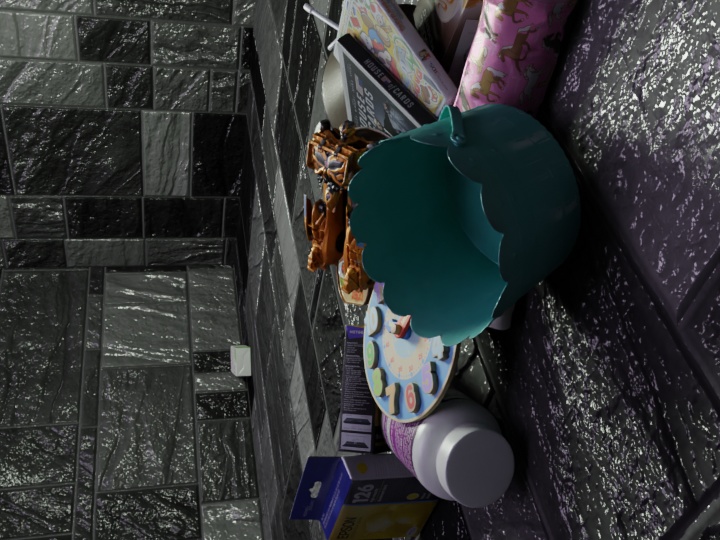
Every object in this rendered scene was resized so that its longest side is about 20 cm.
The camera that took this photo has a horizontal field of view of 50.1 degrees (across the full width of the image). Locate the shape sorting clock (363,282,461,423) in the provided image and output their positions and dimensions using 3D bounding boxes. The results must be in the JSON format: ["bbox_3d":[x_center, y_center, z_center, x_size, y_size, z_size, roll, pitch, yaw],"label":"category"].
[{"bbox_3d":[0.053,0.071,0.889,0.199,0.038,0.206,-36,48,53],"label":"shape sorting clock"}]

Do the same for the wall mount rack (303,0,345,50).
[{"bbox_3d":[0.002,-0.398,1.083,0.075,0.200,0.173,48,173,-16],"label":"wall mount rack"}]

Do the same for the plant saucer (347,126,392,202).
[{"bbox_3d":[0.030,-0.079,0.953,0.198,0.032,0.205,31,133,40],"label":"plant saucer"}]

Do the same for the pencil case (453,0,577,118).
[{"bbox_3d":[0.142,-0.199,0.758,0.084,0.085,0.203,57,148,35],"label":"pencil case"}]

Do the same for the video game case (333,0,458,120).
[{"bbox_3d":[0.034,-0.237,0.913,0.184,0.023,0.200,56,166,6],"label":"video game case"}]

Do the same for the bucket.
[{"bbox_3d":[0.097,-0.050,0.725,0.206,0.133,0.212,33,137,37],"label":"bucket"}]

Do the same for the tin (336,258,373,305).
[{"bbox_3d":[0.000,0.000,1.288,0.199,0.041,0.116,-177,88,-73],"label":"tin"}]

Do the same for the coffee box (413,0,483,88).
[{"bbox_3d":[0.128,-0.303,0.822,0.201,0.077,0.117,115,150,-58],"label":"coffee box"}]

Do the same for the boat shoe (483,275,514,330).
[{"bbox_3d":[0.120,0.041,0.903,0.199,0.069,0.072,178,93,-68],"label":"boat shoe"}]

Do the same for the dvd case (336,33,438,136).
[{"bbox_3d":[0.041,-0.173,0.938,0.201,0.024,0.151,50,165,27],"label":"dvd case"}]

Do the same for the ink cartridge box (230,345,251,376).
[{"bbox_3d":[-0.505,0.377,3.244,0.200,0.065,0.121,175,94,-74],"label":"ink cartridge box"}]

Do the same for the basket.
[{"bbox_3d":[0.035,-0.282,1.090,0.199,0.132,0.186,162,107,-70],"label":"basket"}]

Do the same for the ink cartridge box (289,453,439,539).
[{"bbox_3d":[0.010,0.319,1.073,0.200,0.194,0.048,106,157,-48],"label":"ink cartridge box"}]

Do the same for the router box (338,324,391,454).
[{"bbox_3d":[0.028,0.165,1.064,0.200,0.051,0.162,26,-115,-70],"label":"router box"}]

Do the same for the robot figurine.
[{"bbox_3d":[-0.022,-0.081,0.944,0.143,0.057,0.205,28,130,39],"label":"robot figurine"}]

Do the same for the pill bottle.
[{"bbox_3d":[0.100,0.197,0.897,0.200,0.109,0.116,-158,68,-74],"label":"pill bottle"}]
